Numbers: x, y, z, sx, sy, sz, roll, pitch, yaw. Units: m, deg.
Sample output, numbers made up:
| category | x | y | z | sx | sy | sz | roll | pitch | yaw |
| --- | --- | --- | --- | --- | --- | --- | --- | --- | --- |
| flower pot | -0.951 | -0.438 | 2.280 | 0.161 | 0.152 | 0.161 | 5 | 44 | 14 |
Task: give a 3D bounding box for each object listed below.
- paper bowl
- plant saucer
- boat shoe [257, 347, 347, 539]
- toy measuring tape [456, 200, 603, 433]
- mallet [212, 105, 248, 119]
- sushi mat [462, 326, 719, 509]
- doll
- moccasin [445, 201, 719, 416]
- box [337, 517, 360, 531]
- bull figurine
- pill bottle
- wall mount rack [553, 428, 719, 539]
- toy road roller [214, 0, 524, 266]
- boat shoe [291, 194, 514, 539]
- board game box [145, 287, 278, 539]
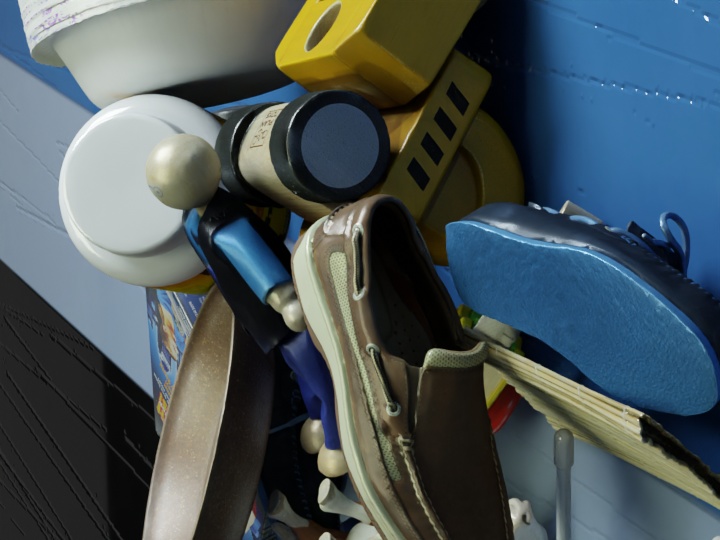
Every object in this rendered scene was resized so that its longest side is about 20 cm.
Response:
| category | x | y | z | sx | sy | sz | roll | pitch | yaw |
| --- | --- | --- | --- | --- | --- | --- | --- | --- | --- |
| paper bowl | -0.099 | -0.155 | 1.460 | 0.201 | 0.200 | 0.105 | 159 | 100 | -67 |
| plant saucer | -0.085 | 0.105 | 1.428 | 0.200 | 0.036 | 0.202 | -166 | 90 | -78 |
| boat shoe | -0.032 | 0.074 | 1.500 | 0.084 | 0.068 | 0.201 | 44 | -148 | -58 |
| toy measuring tape | 0.071 | 0.027 | 1.304 | 0.200 | 0.073 | 0.074 | -57 | 43 | 34 |
| mallet | -0.044 | -0.088 | 1.568 | 0.200 | 0.041 | 0.066 | -21 | 80 | 63 |
| sushi mat | 0.113 | 0.073 | 1.184 | 0.012 | 0.096 | 0.200 | -55 | 26 | -5 |
| doll | -0.050 | 0.013 | 1.315 | 0.201 | 0.048 | 0.136 | 61 | 173 | -21 |
| moccasin | 0.116 | 0.002 | 1.140 | 0.200 | 0.068 | 0.081 | 34 | 136 | 49 |
| box | 0.007 | 0.256 | 1.496 | 0.136 | 0.038 | 0.201 | -36 | 62 | 47 |
| bull figurine | 0.016 | 0.159 | 1.362 | 0.200 | 0.121 | 0.065 | -31 | 40 | 56 |
| pill bottle | -0.109 | -0.043 | 1.453 | 0.200 | 0.109 | 0.110 | 14 | -113 | -80 |
| wall mount rack | 0.112 | 0.186 | 1.204 | 0.200 | 0.074 | 0.174 | 34 | 96 | 46 |
| toy road roller | 0.028 | -0.087 | 1.321 | 0.201 | 0.146 | 0.123 | -61 | 19 | -11 |
| boat shoe | 0.029 | 0.058 | 1.197 | 0.075 | 0.074 | 0.203 | -36 | 75 | 48 |
| board game box | -0.085 | 0.093 | 1.660 | 0.201 | 0.061 | 0.200 | 62 | 160 | 25 |
